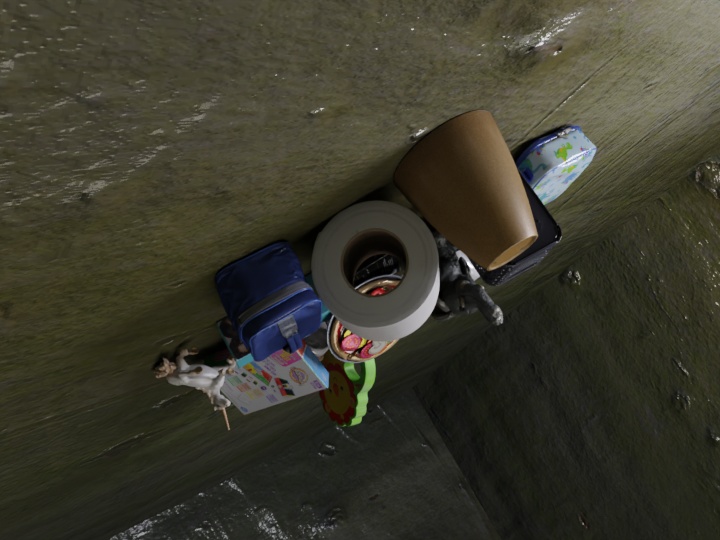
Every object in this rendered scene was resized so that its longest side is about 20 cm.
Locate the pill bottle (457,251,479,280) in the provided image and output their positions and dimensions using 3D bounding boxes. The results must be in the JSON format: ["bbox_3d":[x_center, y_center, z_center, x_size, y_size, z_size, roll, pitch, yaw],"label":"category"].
[{"bbox_3d":[0.207,-0.014,1.509,0.200,0.120,0.119,-40,162,27],"label":"pill bottle"}]

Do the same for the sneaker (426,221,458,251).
[{"bbox_3d":[0.232,-0.089,1.321,0.198,0.088,0.076,-20,-148,14],"label":"sneaker"}]

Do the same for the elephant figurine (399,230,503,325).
[{"bbox_3d":[0.168,0.030,1.253,0.141,0.201,0.155,-36,177,23],"label":"elephant figurine"}]

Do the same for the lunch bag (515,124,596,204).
[{"bbox_3d":[0.360,-0.193,1.336,0.160,0.083,0.200,-26,163,-23],"label":"lunch bag"}]

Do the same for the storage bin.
[{"bbox_3d":[0.240,-0.093,1.187,0.134,0.201,0.094,-26,163,-18],"label":"storage bin"}]

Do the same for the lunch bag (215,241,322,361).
[{"bbox_3d":[-0.139,0.065,1.069,0.135,0.133,0.200,-27,163,-12],"label":"lunch bag"}]

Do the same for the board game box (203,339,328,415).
[{"bbox_3d":[-0.183,0.199,1.310,0.198,0.041,0.154,-20,128,17],"label":"board game box"}]

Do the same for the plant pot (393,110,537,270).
[{"bbox_3d":[0.181,-0.109,1.040,0.185,0.201,0.187,-30,163,-10],"label":"plant pot"}]

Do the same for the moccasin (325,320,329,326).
[{"bbox_3d":[-0.063,0.101,1.417,0.200,0.081,0.068,-42,161,27],"label":"moccasin"}]

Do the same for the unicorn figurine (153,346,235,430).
[{"bbox_3d":[-0.288,0.201,1.243,0.199,0.074,0.137,31,133,-23],"label":"unicorn figurine"}]

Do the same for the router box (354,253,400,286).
[{"bbox_3d":[0.000,0.000,1.270,0.148,0.051,0.200,-32,168,-2],"label":"router box"}]

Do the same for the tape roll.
[{"bbox_3d":[0.029,0.005,1.088,0.201,0.204,0.139,-31,165,-1],"label":"tape roll"}]

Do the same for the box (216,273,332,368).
[{"bbox_3d":[-0.152,0.088,1.211,0.199,0.083,0.049,-28,162,-14],"label":"box"}]

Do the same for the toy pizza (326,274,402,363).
[{"bbox_3d":[0.027,0.098,1.263,0.198,0.032,0.202,-20,131,-24],"label":"toy pizza"}]

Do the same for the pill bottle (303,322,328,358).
[{"bbox_3d":[-0.160,0.173,1.389,0.200,0.113,0.112,-43,161,32],"label":"pill bottle"}]

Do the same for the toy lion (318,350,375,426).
[{"bbox_3d":[-0.031,0.224,1.402,0.068,0.194,0.200,-6,162,-37],"label":"toy lion"}]

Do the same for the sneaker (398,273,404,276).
[{"bbox_3d":[0.084,0.040,1.345,0.199,0.072,0.072,-26,168,-41],"label":"sneaker"}]
